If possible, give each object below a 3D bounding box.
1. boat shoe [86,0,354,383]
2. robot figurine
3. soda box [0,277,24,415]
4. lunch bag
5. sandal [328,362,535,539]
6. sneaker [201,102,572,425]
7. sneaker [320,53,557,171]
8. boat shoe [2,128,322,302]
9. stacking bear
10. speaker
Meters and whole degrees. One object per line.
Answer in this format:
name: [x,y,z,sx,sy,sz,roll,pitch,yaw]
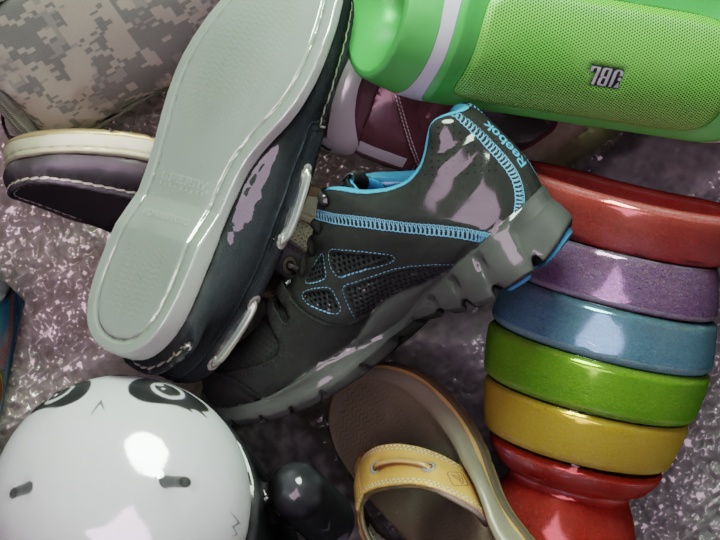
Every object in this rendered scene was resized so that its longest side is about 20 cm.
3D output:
boat shoe: [-0.054,-0.046,1.244,0.075,0.060,0.201,29,89,40]
robot figurine: [-0.095,0.120,1.272,0.125,0.200,0.150,42,82,21]
soda box: [-0.215,0.098,1.334,0.068,0.064,0.202,9,79,7]
lunch bag: [-0.112,-0.164,1.306,0.199,0.139,0.168,-28,106,9]
sandal: [0.030,0.115,1.278,0.054,0.200,0.081,-4,132,-30]
sneaker: [0.000,0.000,1.260,0.199,0.073,0.082,-33,93,24]
sneaker: [0.063,-0.129,1.323,0.115,0.076,0.201,26,94,-10]
boat shoe: [-0.072,-0.016,1.305,0.199,0.072,0.065,15,75,-20]
stacking bear: [0.105,0.062,1.299,0.121,0.114,0.202,13,97,6]
speaker: [0.097,-0.108,1.258,0.199,0.088,0.089,7,93,-23]
